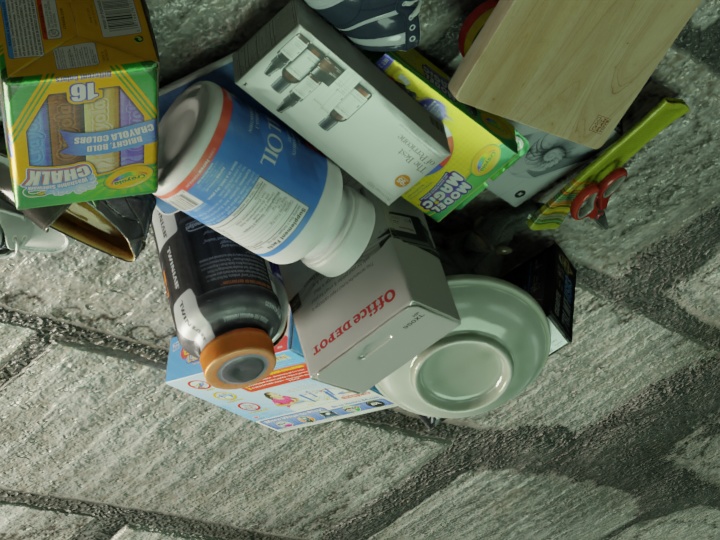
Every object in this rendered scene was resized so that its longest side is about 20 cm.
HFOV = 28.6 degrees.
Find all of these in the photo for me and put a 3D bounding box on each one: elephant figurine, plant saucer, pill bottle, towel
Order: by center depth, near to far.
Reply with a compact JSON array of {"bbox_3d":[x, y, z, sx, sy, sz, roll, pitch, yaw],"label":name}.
[{"bbox_3d":[-0.086,-0.075,1.269,0.199,0.113,0.112,30,126,-31],"label":"pill bottle"},{"bbox_3d":[-0.137,0.014,1.371,0.105,0.202,0.107,-12,147,-8],"label":"pill bottle"},{"bbox_3d":[0.104,0.095,1.473,0.197,0.051,0.202,-3,131,-4],"label":"plant saucer"},{"bbox_3d":[0.262,-0.110,1.498,0.200,0.018,0.086,-43,168,24],"label":"towel"},{"bbox_3d":[0.102,0.005,1.559,0.154,0.143,0.199,-9,178,44],"label":"elephant figurine"}]

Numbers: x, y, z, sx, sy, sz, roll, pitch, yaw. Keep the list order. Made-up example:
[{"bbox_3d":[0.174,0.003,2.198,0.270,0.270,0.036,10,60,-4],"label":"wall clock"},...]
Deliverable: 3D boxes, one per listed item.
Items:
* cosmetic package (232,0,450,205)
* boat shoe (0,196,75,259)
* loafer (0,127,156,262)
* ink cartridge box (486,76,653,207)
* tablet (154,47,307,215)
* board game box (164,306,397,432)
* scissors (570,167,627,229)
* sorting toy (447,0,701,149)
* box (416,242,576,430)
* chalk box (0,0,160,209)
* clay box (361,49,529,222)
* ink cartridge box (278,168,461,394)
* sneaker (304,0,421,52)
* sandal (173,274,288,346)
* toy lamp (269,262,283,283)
[{"bbox_3d":[-0.015,-0.146,1.253,0.082,0.051,0.199,-37,126,24],"label":"cosmetic package"},{"bbox_3d":[-0.341,-0.046,1.304,0.072,0.069,0.199,-33,144,22],"label":"boat shoe"},{"bbox_3d":[-0.278,-0.070,1.279,0.198,0.073,0.073,19,138,-24],"label":"loafer"},{"bbox_3d":[0.178,-0.160,1.421,0.199,0.041,0.199,-36,143,24],"label":"ink cartridge box"},{"bbox_3d":[-0.131,-0.130,1.298,0.198,0.014,0.130,-22,131,16],"label":"tablet"},{"bbox_3d":[-0.084,0.115,1.605,0.198,0.057,0.195,-16,148,37],"label":"board game box"},{"bbox_3d":[0.258,-0.063,1.577,0.073,0.014,0.200,-37,164,-8],"label":"scissors"},{"bbox_3d":[0.189,-0.230,1.265,0.197,0.070,0.201,12,120,-40],"label":"sorting toy"},{"bbox_3d":[0.153,0.072,1.621,0.197,0.200,0.050,-32,105,22],"label":"box"},{"bbox_3d":[-0.237,-0.137,1.172,0.122,0.125,0.201,-8,144,-16],"label":"chalk box"},{"bbox_3d":[0.060,-0.128,1.346,0.199,0.048,0.115,33,124,-25],"label":"clay box"},{"bbox_3d":[0.000,0.000,1.419,0.144,0.202,0.084,-37,142,28],"label":"ink cartridge box"},{"bbox_3d":[0.053,-0.256,1.189,0.198,0.071,0.108,-23,143,20],"label":"sneaker"},{"bbox_3d":[-0.121,0.047,1.478,0.059,0.080,0.206,27,166,-33],"label":"sandal"},{"bbox_3d":[-0.071,0.040,1.579,0.058,0.059,0.200,-25,149,10],"label":"toy lamp"}]
